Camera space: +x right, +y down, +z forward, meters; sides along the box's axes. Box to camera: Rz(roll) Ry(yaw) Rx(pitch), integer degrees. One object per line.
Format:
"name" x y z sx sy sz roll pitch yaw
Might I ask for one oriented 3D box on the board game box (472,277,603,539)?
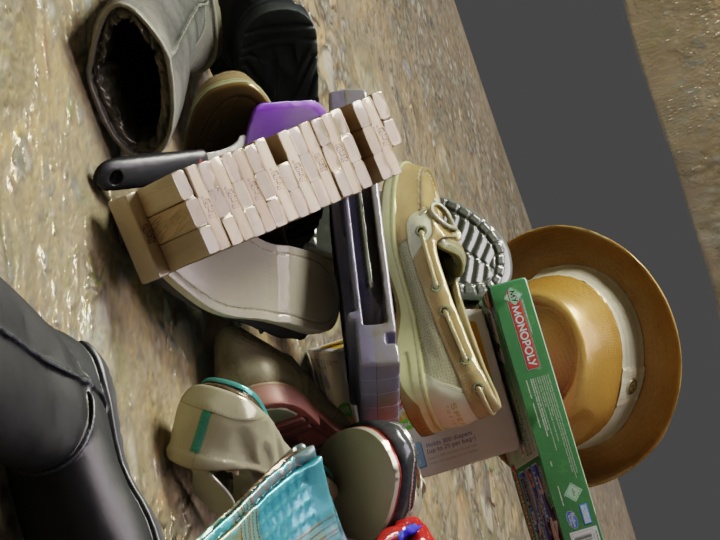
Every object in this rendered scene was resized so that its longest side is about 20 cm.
"board game box" 0.121 0.114 1.691 0.135 0.029 0.201 112 -38 -80

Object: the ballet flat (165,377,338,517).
"ballet flat" -0.067 0.128 1.476 0.200 0.069 0.070 52 25 -59

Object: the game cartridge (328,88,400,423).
"game cartridge" 0.000 0.000 1.586 0.130 0.038 0.201 98 -13 -61

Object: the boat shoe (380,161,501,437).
"boat shoe" 0.054 0.013 1.623 0.073 0.063 0.202 56 25 -52

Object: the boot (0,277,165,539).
"boot" -0.153 0.078 1.065 0.200 0.065 0.166 57 12 -67

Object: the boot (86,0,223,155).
"boot" -0.139 -0.179 1.533 0.200 0.072 0.183 -54 129 -69

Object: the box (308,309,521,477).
"box" 0.035 0.091 1.753 0.200 0.112 0.102 169 -95 -82

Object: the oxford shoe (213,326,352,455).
"oxford shoe" -0.045 0.092 1.600 0.200 0.070 0.074 58 11 -64

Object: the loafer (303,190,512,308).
"loafer" 0.013 -0.018 1.763 0.070 0.199 0.076 92 15 -67

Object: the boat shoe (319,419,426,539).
"boat shoe" 0.010 0.149 1.585 0.071 0.062 0.200 58 -25 23

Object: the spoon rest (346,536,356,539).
"spoon rest" -0.041 0.203 1.464 0.200 0.060 0.100 -65 178 -77

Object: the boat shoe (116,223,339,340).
"boat shoe" -0.093 0.002 1.502 0.200 0.062 0.073 25 61 -51

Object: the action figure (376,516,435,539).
"action figure" 0.031 0.187 1.472 0.066 0.052 0.200 56 4 -1

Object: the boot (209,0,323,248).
"boot" -0.075 -0.125 1.709 0.168 0.076 0.201 -117 -154 -61

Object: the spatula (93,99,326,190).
"spatula" -0.090 -0.070 1.485 0.199 0.020 0.057 -15 123 -51

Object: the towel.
"towel" -0.054 0.201 1.311 0.200 0.022 0.148 -38 114 -52

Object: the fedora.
"fedora" 0.140 0.070 1.798 0.082 0.200 0.202 -16 90 -57

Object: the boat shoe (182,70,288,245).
"boat shoe" -0.083 -0.056 1.595 0.067 0.073 0.201 -109 -168 -46

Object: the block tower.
"block tower" -0.056 -0.052 1.455 0.199 0.058 0.054 -26 93 -44
